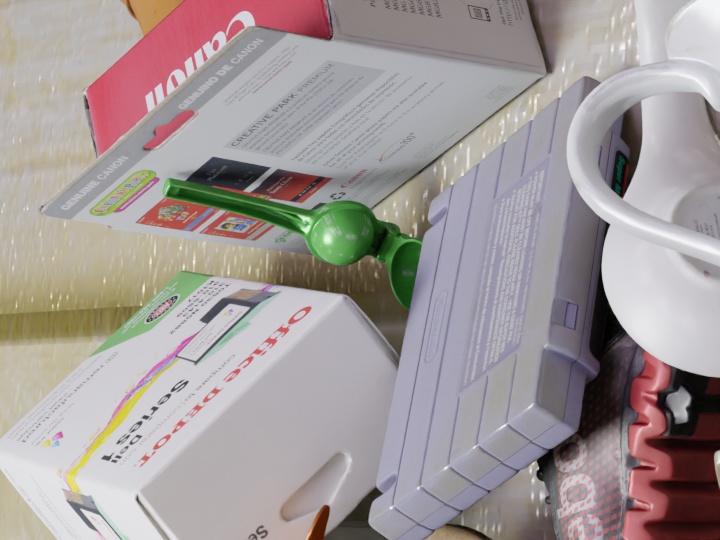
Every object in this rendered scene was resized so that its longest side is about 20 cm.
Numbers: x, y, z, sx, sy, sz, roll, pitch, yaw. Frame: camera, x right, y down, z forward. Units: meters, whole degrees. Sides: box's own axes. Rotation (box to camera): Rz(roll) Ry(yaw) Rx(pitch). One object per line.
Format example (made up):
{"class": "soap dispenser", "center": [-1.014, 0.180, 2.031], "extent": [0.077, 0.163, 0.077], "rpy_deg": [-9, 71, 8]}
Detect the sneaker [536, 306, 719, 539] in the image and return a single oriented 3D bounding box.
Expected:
{"class": "sneaker", "center": [0.116, 0.104, 1.268], "extent": [0.098, 0.071, 0.201], "rpy_deg": [17, 97, 51]}

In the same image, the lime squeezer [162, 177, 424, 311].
{"class": "lime squeezer", "center": [0.000, 0.000, 1.409], "extent": [0.200, 0.071, 0.038], "rpy_deg": [32, 139, 6]}

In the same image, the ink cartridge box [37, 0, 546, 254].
{"class": "ink cartridge box", "center": [-0.043, -0.094, 1.409], "extent": [0.200, 0.175, 0.084], "rpy_deg": [-36, 58, 43]}

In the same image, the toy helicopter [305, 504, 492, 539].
{"class": "toy helicopter", "center": [-0.005, 0.198, 1.320], "extent": [0.132, 0.079, 0.200], "rpy_deg": [41, 98, 10]}

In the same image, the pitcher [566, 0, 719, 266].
{"class": "pitcher", "center": [0.180, -0.029, 1.104], "extent": [0.171, 0.121, 0.200], "rpy_deg": [-37, 60, 18]}

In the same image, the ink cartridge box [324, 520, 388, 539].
{"class": "ink cartridge box", "center": [-0.034, 0.233, 1.431], "extent": [0.145, 0.083, 0.201], "rpy_deg": [-25, 67, 47]}

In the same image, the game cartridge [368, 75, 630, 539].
{"class": "game cartridge", "center": [0.066, 0.017, 1.309], "extent": [0.130, 0.038, 0.200], "rpy_deg": [-34, 31, 41]}

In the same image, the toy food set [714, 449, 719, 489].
{"class": "toy food set", "center": [0.215, 0.157, 1.078], "extent": [0.143, 0.060, 0.201], "rpy_deg": [-8, 74, 9]}

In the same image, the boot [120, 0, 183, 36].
{"class": "boot", "center": [-0.107, -0.142, 1.574], "extent": [0.155, 0.077, 0.201], "rpy_deg": [26, 103, 48]}

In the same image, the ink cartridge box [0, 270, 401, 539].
{"class": "ink cartridge box", "center": [-0.075, 0.080, 1.419], "extent": [0.145, 0.084, 0.200], "rpy_deg": [-43, 20, -18]}

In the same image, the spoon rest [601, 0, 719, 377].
{"class": "spoon rest", "center": [0.147, -0.040, 1.244], "extent": [0.061, 0.099, 0.200], "rpy_deg": [97, 170, -59]}
